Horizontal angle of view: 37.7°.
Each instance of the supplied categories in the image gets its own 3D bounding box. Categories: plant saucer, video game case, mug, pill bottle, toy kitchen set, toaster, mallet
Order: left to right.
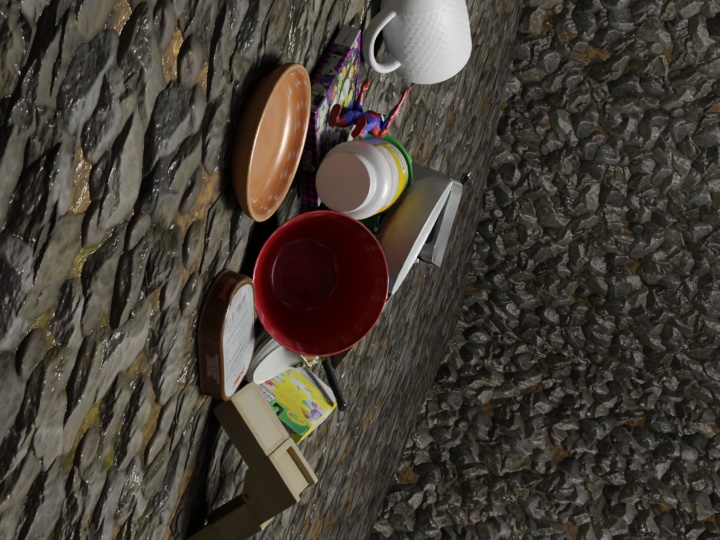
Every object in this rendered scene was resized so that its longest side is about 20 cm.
[{"bbox_3d":[-0.179,0.287,1.580,0.199,0.182,0.163,-34,179,23],"label":"toy kitchen set"},{"bbox_3d":[-0.115,-0.164,1.329,0.200,0.037,0.204,18,89,-78],"label":"plant saucer"},{"bbox_3d":[-0.061,0.140,1.749,0.067,0.040,0.201,91,-21,-43],"label":"mallet"},{"bbox_3d":[-0.045,-0.228,1.567,0.202,0.035,0.183,91,18,-53],"label":"video game case"},{"bbox_3d":[-0.001,-0.134,1.543,0.200,0.109,0.113,-30,137,-74],"label":"pill bottle"},{"bbox_3d":[0.005,0.082,1.800,0.201,0.032,0.200,-54,180,-1],"label":"plant saucer"},{"bbox_3d":[0.093,-0.121,2.013,0.119,0.178,0.204,0,108,-76],"label":"toaster"},{"bbox_3d":[0.084,-0.404,1.720,0.199,0.148,0.176,-39,150,-12],"label":"mug"}]

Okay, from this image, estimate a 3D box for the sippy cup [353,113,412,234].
[{"bbox_3d":[0.022,-0.162,1.780,0.178,0.139,0.130,-47,180,5],"label":"sippy cup"}]

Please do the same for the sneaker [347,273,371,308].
[{"bbox_3d":[0.000,0.000,1.624,0.079,0.069,0.201,-59,-151,28],"label":"sneaker"}]

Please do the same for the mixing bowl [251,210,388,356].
[{"bbox_3d":[-0.069,0.011,1.504,0.108,0.197,0.204,-157,-97,-71],"label":"mixing bowl"}]

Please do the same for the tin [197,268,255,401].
[{"bbox_3d":[-0.176,0.090,1.402,0.202,0.041,0.113,95,21,-45],"label":"tin"}]

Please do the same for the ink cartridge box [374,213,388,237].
[{"bbox_3d":[0.024,-0.016,1.796,0.202,0.039,0.099,-61,-175,-23],"label":"ink cartridge box"}]

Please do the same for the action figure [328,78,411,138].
[{"bbox_3d":[0.016,-0.246,1.572,0.100,0.064,0.200,-64,171,10],"label":"action figure"}]

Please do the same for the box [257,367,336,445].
[{"bbox_3d":[-0.110,0.205,1.664,0.049,0.117,0.200,-51,173,14],"label":"box"}]

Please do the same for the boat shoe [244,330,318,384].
[{"bbox_3d":[-0.090,0.108,1.588,0.199,0.068,0.075,-39,146,-20],"label":"boat shoe"}]

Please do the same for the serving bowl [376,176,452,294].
[{"bbox_3d":[0.072,-0.066,1.677,0.202,0.065,0.200,-60,174,-10],"label":"serving bowl"}]
